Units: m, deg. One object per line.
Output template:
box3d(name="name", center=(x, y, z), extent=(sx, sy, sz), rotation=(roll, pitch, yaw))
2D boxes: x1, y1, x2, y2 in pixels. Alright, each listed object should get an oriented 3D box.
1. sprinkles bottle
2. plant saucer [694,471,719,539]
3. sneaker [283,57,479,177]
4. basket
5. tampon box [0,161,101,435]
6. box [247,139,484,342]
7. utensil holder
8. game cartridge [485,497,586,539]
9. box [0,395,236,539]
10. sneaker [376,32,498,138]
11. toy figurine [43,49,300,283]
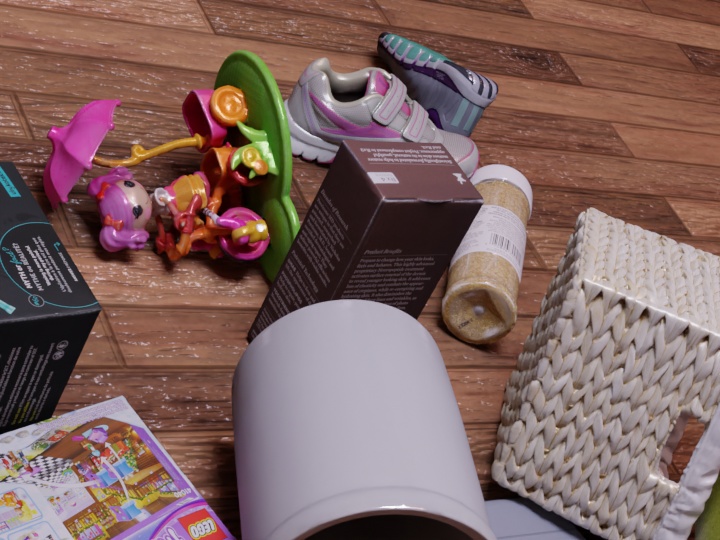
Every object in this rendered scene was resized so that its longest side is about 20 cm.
box3d(name="sprinkles bottle", center=(0.116, -0.018, 1.468), extent=(0.068, 0.069, 0.201), rotation=(26, 34, -7))
box3d(name="plant saucer", center=(0.306, 0.240, 1.248), extent=(0.201, 0.047, 0.200), rotation=(58, 26, -23))
box3d(name="sneaker", center=(0.021, -0.136, 1.508), extent=(0.197, 0.089, 0.082), rotation=(15, 36, -11))
box3d(name="basket", center=(0.209, 0.085, 1.268), extent=(0.159, 0.200, 0.200), rotation=(22, 22, 1))
box3d(name="tampon box", center=(-0.298, 0.027, 1.036), extent=(0.198, 0.127, 0.150), rotation=(-6, 48, -41))
box3d(name="box", center=(0.000, 0.000, 1.236), extent=(0.099, 0.201, 0.075), rotation=(-1, 44, -38))
box3d(name="utensil holder", center=(-0.004, 0.144, 1.087), extent=(0.168, 0.171, 0.201), rotation=(15, 34, -22))
box3d(name="game cartridge", center=(0.137, 0.249, 1.179), extent=(0.132, 0.042, 0.201), rotation=(-3, 47, -34))
box3d(name="box", center=(-0.192, 0.163, 1.026), extent=(0.199, 0.039, 0.137), rotation=(-15, 55, -47))
box3d(name="sneaker", center=(0.058, -0.178, 1.635), extent=(0.074, 0.088, 0.200), rotation=(19, 11, -30))
box3d(name="toy figurine", center=(-0.160, -0.069, 1.300), extent=(0.182, 0.150, 0.202), rotation=(-10, 75, -27))
